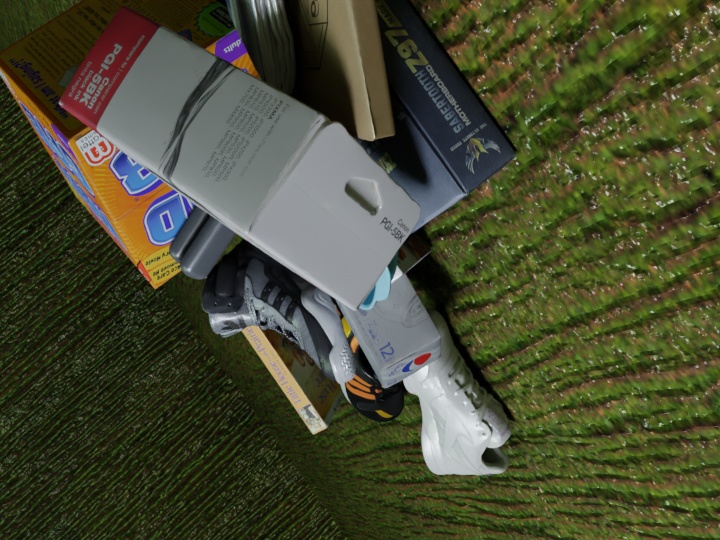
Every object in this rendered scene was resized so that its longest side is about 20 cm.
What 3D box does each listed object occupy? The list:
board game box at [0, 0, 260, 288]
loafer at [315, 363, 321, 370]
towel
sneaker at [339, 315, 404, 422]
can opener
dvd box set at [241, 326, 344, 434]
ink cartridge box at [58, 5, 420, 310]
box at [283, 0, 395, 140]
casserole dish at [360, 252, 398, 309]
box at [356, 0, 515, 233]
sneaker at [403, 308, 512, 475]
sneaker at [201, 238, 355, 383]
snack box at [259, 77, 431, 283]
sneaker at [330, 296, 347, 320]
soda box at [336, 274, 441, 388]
[{"bbox_3d":[-0.209,-0.152,1.019,0.200,0.199,0.201,41,160,40],"label":"board game box"},{"bbox_3d":[-0.068,0.062,1.300,0.067,0.076,0.201,38,160,33],"label":"loafer"},{"bbox_3d":[-0.080,-0.216,0.682,0.201,0.024,0.148,-117,17,-56],"label":"towel"},{"bbox_3d":[0.018,0.124,1.191,0.090,0.070,0.201,40,158,48],"label":"sneaker"},{"bbox_3d":[-0.126,-0.088,0.946,0.067,0.201,0.053,24,-165,-47],"label":"can opener"},{"bbox_3d":[-0.088,0.103,1.375,0.201,0.029,0.146,57,-154,-11],"label":"dvd box set"},{"bbox_3d":[-0.078,-0.073,0.658,0.199,0.083,0.147,33,177,34],"label":"ink cartridge box"},{"bbox_3d":[-0.029,-0.185,0.606,0.163,0.021,0.203,-148,47,-68],"label":"box"},{"bbox_3d":[-0.033,-0.056,0.791,0.200,0.039,0.122,43,152,26],"label":"casserole dish"},{"bbox_3d":[0.016,-0.109,0.736,0.158,0.051,0.200,54,164,-2],"label":"box"},{"bbox_3d":[0.099,0.120,0.987,0.099,0.075,0.202,4,128,30],"label":"sneaker"},{"bbox_3d":[-0.085,0.046,0.973,0.201,0.113,0.076,58,173,35],"label":"sneaker"},{"bbox_3d":[-0.017,-0.082,0.860,0.024,0.072,0.201,-36,90,30],"label":"snack box"},{"bbox_3d":[-0.003,0.006,1.015,0.201,0.077,0.112,59,174,31],"label":"sneaker"},{"bbox_3d":[0.000,0.000,0.912,0.201,0.063,0.068,61,175,20],"label":"soda box"}]
